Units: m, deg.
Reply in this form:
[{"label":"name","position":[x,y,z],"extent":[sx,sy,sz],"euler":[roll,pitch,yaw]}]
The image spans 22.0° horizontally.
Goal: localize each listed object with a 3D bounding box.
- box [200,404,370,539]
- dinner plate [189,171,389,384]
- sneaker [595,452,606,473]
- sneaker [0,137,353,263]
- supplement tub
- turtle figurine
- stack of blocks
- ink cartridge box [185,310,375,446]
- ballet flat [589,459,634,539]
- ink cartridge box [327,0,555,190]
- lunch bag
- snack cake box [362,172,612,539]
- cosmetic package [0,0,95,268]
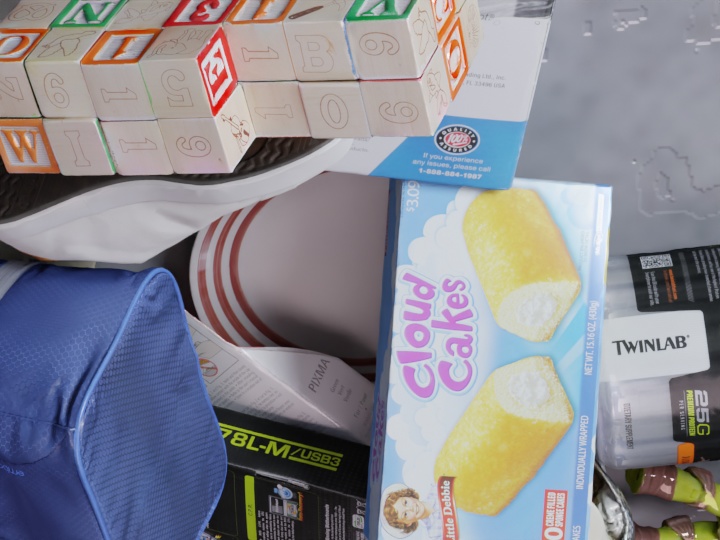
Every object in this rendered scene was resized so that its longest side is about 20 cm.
[{"label":"box","position":[-0.069,0.167,1.134],"extent":[0.192,0.048,0.201],"euler":[14,136,16]},{"label":"dinner plate","position":[0.000,0.000,1.079],"extent":[0.198,0.024,0.201],"euler":[0,132,0]},{"label":"sneaker","position":[0.054,0.124,1.157],"extent":[0.199,0.082,0.088],"euler":[-34,122,16]},{"label":"sneaker","position":[-0.090,-0.050,0.920],"extent":[0.198,0.073,0.085],"euler":[-11,154,15]},{"label":"supplement tub","position":[0.227,0.044,1.053],"extent":[0.198,0.123,0.123],"euler":[-7,131,6]},{"label":"turtle figurine","position":[0.246,0.169,1.201],"extent":[0.160,0.065,0.201],"euler":[7,131,-6]},{"label":"stack of blocks","position":[-0.057,-0.098,0.826],"extent":[0.198,0.115,0.059],"euler":[1,127,22]},{"label":"ink cartridge box","position":[-0.082,0.087,1.129],"extent":[0.200,0.050,0.161],"euler":[39,135,-12]},{"label":"ballet flat","position":[0.095,0.099,1.066],"extent":[0.072,0.072,0.201],"euler":[-32,102,25]},{"label":"ink cartridge box","position":[0.020,-0.148,0.909],"extent":[0.144,0.084,0.201],"euler":[7,131,-4]},{"label":"lunch bag","position":[-0.163,0.093,0.986],"extent":[0.131,0.136,0.201],"euler":[6,133,19]},{"label":"snack cake box","position":[0.066,0.050,0.993],"extent":[0.114,0.067,0.202],"euler":[4,91,-6]},{"label":"cosmetic package","position":[-0.183,-0.056,0.996],"extent":[0.103,0.073,0.201],"euler":[9,131,-9]}]
